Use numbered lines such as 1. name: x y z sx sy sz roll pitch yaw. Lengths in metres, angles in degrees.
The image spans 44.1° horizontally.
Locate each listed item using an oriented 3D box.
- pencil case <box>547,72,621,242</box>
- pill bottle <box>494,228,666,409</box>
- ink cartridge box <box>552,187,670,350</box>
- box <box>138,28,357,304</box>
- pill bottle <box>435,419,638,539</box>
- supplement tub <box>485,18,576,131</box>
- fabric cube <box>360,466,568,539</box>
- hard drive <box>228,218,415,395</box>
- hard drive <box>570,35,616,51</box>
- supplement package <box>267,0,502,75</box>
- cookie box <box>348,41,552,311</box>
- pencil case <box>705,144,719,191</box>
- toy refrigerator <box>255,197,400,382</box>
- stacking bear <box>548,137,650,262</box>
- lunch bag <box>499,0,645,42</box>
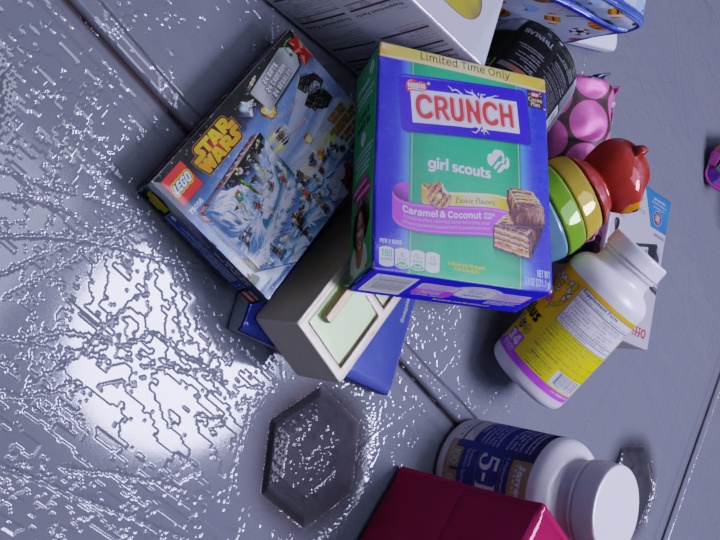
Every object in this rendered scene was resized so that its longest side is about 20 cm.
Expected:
1. pencil case: 0.256 -0.132 1.069 0.092 0.091 0.205 8 89 -11
2. pill bottle: 0.250 0.052 1.008 0.103 0.105 0.201 29 107 -39
3. ink cartridge box: 0.316 -0.011 1.140 0.143 0.083 0.204 19 79 -42
4. box: -0.078 -0.092 0.774 0.137 0.040 0.201 46 61 -18
5. pill bottle: 0.187 0.234 0.951 0.118 0.198 0.123 -2 93 -42
6. supplement tub: 0.135 -0.161 0.937 0.201 0.121 0.123 -51 123 -28
7. fabric cube: 0.104 0.349 0.878 0.201 0.198 0.197 -53 123 -28
8. hard drive: -0.026 0.027 0.858 0.198 0.025 0.135 29 72 -40
9. hard drive: 0.253 -0.351 1.095 0.197 0.025 0.135 -3 94 -43
10. supplement package: 0.019 -0.290 0.802 0.199 0.149 0.155 31 71 -40
11. cookie box: 0.078 -0.079 0.781 0.168 0.075 0.205 7 72 -18
12. pencil case: 0.635 -0.170 1.441 0.198 0.087 0.091 -8 97 -45
13. toy refrigerator: 0.000 0.000 0.817 0.201 0.069 0.076 -52 123 -29
14. stacking bear: 0.228 -0.073 0.979 0.197 0.122 0.115 -29 75 -2
15. lunch bag: 0.196 -0.302 0.924 0.197 0.159 0.077 12 90 -33
